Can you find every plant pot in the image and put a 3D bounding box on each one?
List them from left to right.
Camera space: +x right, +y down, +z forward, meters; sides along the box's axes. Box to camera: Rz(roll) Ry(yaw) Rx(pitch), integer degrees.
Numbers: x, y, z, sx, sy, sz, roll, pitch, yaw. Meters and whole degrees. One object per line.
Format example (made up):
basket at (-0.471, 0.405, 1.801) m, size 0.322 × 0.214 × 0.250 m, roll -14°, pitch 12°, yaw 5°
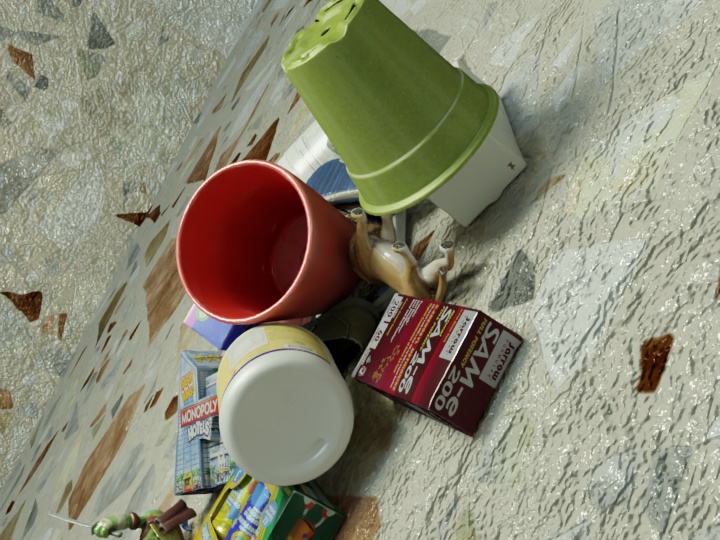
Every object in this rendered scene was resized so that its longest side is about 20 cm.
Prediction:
plant pot at (-0.099, -0.024, 1.277) m, size 0.199 × 0.177 × 0.203 m, roll -4°, pitch 81°, yaw 28°
plant pot at (0.017, -0.198, 1.127) m, size 0.199 × 0.190 × 0.201 m, roll -35°, pitch 27°, yaw 20°

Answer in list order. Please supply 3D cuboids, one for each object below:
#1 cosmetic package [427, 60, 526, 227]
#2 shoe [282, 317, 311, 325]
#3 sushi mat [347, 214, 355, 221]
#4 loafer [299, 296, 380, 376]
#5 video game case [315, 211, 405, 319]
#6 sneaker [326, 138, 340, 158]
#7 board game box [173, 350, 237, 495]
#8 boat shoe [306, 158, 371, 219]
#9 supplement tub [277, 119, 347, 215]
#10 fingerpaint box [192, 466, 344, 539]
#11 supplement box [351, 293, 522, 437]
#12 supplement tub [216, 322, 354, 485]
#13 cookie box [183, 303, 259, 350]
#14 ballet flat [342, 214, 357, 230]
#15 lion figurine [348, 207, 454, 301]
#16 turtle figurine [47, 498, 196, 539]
cosmetic package at (0.122, -0.156, 1.240) m, size 0.108 × 0.085 × 0.201 m, roll -46°, pitch 22°, yaw 22°
shoe at (-0.113, 0.102, 1.443) m, size 0.091 × 0.071 × 0.201 m, roll -97°, pitch 30°, yaw -55°
sushi mat at (0.024, -0.098, 1.494) m, size 0.200 × 0.012 × 0.096 m, roll -18°, pitch 44°, yaw 61°
loafer at (-0.055, 0.107, 1.302) m, size 0.200 × 0.075 × 0.070 m, roll -42°, pitch 21°, yaw 38°
video game case at (0.000, 0.000, 1.382) m, size 0.182 × 0.023 × 0.201 m, roll -44°, pitch 29°, yaw 37°
sneaker at (0.023, -0.206, 1.347) m, size 0.200 × 0.077 × 0.100 m, roll -29°, pitch 37°, yaw 58°
board game box at (-0.199, 0.198, 1.420) m, size 0.200 × 0.061 × 0.202 m, roll -29°, pitch 62°, yaw 54°
boat shoe at (-0.004, -0.102, 1.369) m, size 0.199 × 0.072 × 0.073 m, roll 4°, pitch 60°, yaw 53°
supplement tub at (-0.010, -0.181, 1.489) m, size 0.200 × 0.132 × 0.132 m, roll -45°, pitch 23°, yaw 16°
fingerpaint box at (-0.116, 0.302, 1.173) m, size 0.168 × 0.073 × 0.200 m, roll -59°, pitch 20°, yaw -1°
supplement box at (0.072, 0.090, 1.048) m, size 0.110 × 0.061 × 0.200 m, roll -62°, pitch 21°, yaw -8°
supplement tub at (-0.090, 0.141, 1.158) m, size 0.146 × 0.145 × 0.200 m, roll -58°, pitch 13°, yaw 3°
cookie box at (-0.157, 0.031, 1.512) m, size 0.172 × 0.075 × 0.200 m, roll -59°, pitch -14°, yaw 0°
ballet flat at (-0.052, -0.053, 1.401) m, size 0.199 × 0.072 × 0.069 m, roll 17°, pitch 101°, yaw 31°
lion figurine at (0.045, -0.005, 1.192) m, size 0.072 × 0.123 × 0.200 m, roll -22°, pitch 40°, yaw -18°
turtle figurine at (-0.305, 0.402, 1.390) m, size 0.194 × 0.198 × 0.146 m, roll -163°, pitch 70°, yaw -65°
